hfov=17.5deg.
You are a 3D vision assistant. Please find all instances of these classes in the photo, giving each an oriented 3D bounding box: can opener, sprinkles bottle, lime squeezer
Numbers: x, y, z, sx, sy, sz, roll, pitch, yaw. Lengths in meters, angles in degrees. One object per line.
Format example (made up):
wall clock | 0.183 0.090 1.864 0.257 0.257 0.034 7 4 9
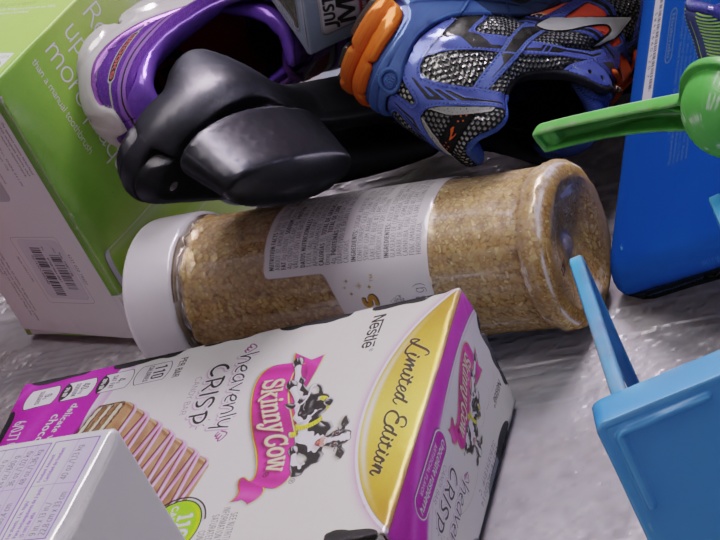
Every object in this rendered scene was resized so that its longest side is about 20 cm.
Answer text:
can opener | -0.024 -0.053 0.963 0.063 0.079 0.200 -51 -20 27
sprinkles bottle | 0.000 0.000 0.951 0.199 0.068 0.068 -8 35 31
lime squeezer | 0.109 -0.032 0.700 0.071 0.038 0.200 -57 22 10

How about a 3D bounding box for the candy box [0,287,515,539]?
candy box | -0.053 0.087 0.869 0.199 0.061 0.137 -13 33 24

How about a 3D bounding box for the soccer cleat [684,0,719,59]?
soccer cleat | 0.197 -0.120 0.788 0.200 0.084 0.065 -39 19 -3

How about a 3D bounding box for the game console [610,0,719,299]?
game console | 0.191 -0.085 0.880 0.171 0.118 0.201 157 125 -66

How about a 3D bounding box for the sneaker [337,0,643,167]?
sneaker | 0.081 -0.079 0.972 0.200 0.075 0.078 -15 55 -40

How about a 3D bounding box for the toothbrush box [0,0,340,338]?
toothbrush box | -0.107 -0.086 1.094 0.086 0.146 0.200 0 39 39

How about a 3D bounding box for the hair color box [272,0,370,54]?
hair color box | 0.041 -0.179 0.970 0.199 0.061 0.099 -25 56 -13

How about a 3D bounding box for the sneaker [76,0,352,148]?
sneaker | -0.025 -0.109 1.012 0.200 0.081 0.083 -37 21 -18

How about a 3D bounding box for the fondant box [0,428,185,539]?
fondant box | -0.140 0.134 0.782 0.199 0.145 0.058 -11 34 26

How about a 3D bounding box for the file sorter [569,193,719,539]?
file sorter | 0.177 0.030 0.695 0.199 0.139 0.123 -23 27 8
